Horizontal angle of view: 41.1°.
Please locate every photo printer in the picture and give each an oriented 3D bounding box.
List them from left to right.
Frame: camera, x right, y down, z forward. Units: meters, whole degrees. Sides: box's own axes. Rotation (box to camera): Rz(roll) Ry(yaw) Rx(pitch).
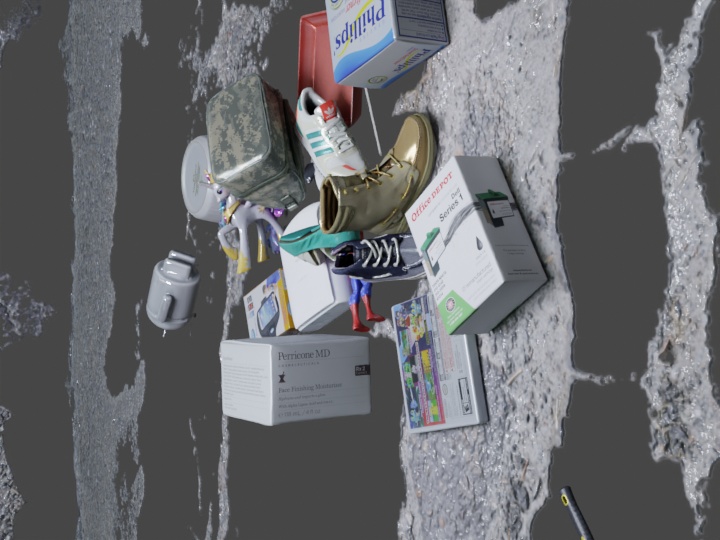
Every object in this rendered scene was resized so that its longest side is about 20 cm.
[{"bbox_3d":[-0.077,-0.013,1.705,0.166,0.068,0.204,-35,62,53],"label":"photo printer"}]

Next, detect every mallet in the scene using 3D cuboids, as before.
[{"bbox_3d":[0.291,0.347,1.152,0.066,0.040,0.203,-54,43,46],"label":"mallet"}]

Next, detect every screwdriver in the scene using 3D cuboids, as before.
[{"bbox_3d":[0.015,-0.289,1.575,0.029,0.028,0.204,-17,90,31],"label":"screwdriver"}]

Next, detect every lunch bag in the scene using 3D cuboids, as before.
[{"bbox_3d":[-0.172,-0.220,1.696,0.138,0.167,0.203,-24,58,20],"label":"lunch bag"}]

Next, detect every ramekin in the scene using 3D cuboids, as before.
[{"bbox_3d":[-0.314,-0.198,2.062,0.201,0.093,0.207,3,94,58],"label":"ramekin"}]

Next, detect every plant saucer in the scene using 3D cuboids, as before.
[{"bbox_3d":[-0.049,-0.350,1.683,0.198,0.036,0.204,12,102,58],"label":"plant saucer"}]

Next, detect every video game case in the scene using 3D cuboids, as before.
[{"bbox_3d":[0.115,0.136,1.442,0.181,0.023,0.204,-23,72,56],"label":"video game case"}]

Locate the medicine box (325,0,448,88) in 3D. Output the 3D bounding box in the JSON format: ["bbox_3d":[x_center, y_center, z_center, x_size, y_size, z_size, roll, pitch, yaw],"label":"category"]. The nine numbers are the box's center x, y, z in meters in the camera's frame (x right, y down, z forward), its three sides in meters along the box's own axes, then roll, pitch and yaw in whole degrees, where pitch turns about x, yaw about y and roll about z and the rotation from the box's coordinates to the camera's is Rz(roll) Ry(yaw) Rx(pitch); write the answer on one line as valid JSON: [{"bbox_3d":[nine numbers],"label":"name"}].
[{"bbox_3d":[0.034,-0.410,1.484,0.181,0.101,0.204,-22,72,57],"label":"medicine box"}]

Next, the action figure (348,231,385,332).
[{"bbox_3d":[0.000,0.000,1.602,0.065,0.051,0.203,-39,53,45],"label":"action figure"}]

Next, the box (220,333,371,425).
[{"bbox_3d":[-0.112,0.181,1.646,0.199,0.196,0.134,-3,89,58],"label":"box"}]

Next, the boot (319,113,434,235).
[{"bbox_3d":[0.022,-0.144,1.460,0.073,0.153,0.203,49,130,45],"label":"boot"}]

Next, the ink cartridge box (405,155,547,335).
[{"bbox_3d":[0.153,-0.035,1.317,0.146,0.083,0.203,-50,51,46],"label":"ink cartridge box"}]

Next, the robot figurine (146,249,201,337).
[{"bbox_3d":[-0.439,0.054,2.255,0.170,0.111,0.203,-69,-3,-63],"label":"robot figurine"}]

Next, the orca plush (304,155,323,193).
[{"bbox_3d":[-0.027,-0.149,1.653,0.105,0.071,0.201,-38,58,-2],"label":"orca plush"}]

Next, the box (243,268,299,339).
[{"bbox_3d":[-0.178,0.085,1.901,0.199,0.041,0.121,-33,63,51],"label":"box"}]

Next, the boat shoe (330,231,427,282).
[{"bbox_3d":[0.040,-0.021,1.466,0.198,0.092,0.076,-18,72,45],"label":"boat shoe"}]

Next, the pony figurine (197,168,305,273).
[{"bbox_3d":[-0.198,-0.118,1.820,0.166,0.191,0.204,-4,107,61],"label":"pony figurine"}]

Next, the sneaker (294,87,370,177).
[{"bbox_3d":[-0.050,-0.224,1.593,0.201,0.069,0.094,52,154,33],"label":"sneaker"}]

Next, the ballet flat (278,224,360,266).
[{"bbox_3d":[-0.068,-0.044,1.588,0.199,0.067,0.071,-17,99,52],"label":"ballet flat"}]
